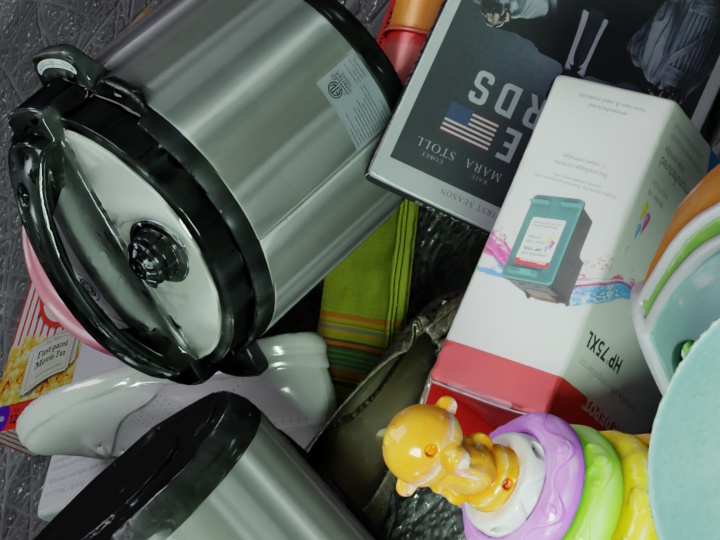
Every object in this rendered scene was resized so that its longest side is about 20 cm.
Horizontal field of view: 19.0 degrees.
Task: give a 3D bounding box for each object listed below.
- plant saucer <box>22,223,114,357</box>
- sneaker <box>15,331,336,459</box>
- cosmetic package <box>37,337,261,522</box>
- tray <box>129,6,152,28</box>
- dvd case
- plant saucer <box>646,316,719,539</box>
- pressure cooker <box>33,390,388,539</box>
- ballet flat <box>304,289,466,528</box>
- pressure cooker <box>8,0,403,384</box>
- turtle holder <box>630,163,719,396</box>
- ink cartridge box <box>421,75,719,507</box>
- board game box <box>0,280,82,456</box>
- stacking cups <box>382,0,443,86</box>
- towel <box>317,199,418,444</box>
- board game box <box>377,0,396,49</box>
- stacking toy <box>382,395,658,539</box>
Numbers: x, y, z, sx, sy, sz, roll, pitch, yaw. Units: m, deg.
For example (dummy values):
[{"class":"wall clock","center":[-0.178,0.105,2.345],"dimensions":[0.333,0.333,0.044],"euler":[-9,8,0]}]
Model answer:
[{"class":"plant saucer","center":[-0.118,-0.044,1.313],"dimensions":[0.200,0.051,0.201],"euler":[-6,67,13]},{"class":"sneaker","center":[-0.109,0.098,1.263],"dimensions":[0.199,0.075,0.089],"euler":[-14,83,18]},{"class":"cosmetic package","center":[-0.129,0.070,1.393],"dimensions":[0.113,0.081,0.201],"euler":[-25,47,48]},{"class":"tray","center":[-0.088,-0.080,1.369],"dimensions":[0.200,0.037,0.099],"euler":[32,79,26]},{"class":"dvd case","center":[0.110,-0.107,1.111],"dimensions":[0.025,0.150,0.201],"euler":[127,167,-86]},{"class":"plant saucer","center":[0.206,0.066,0.791],"dimensions":[0.201,0.201,0.039],"euler":[-46,16,27]},{"class":"pressure cooker","center":[-0.066,0.186,1.109],"dimensions":[0.179,0.200,0.176],"euler":[-40,9,3]},{"class":"ballet flat","center":[0.006,0.092,1.189],"dimensions":[0.067,0.046,0.200],"euler":[46,107,26]},{"class":"pressure cooker","center":[-0.091,-0.050,1.151],"dimensions":[0.200,0.176,0.179],"euler":[-44,-18,-30]},{"class":"turtle holder","center":[0.194,0.031,0.876],"dimensions":[0.131,0.186,0.141],"euler":[-25,28,19]},{"class":"ink cartridge box","center":[0.103,0.024,1.017],"dimensions":[0.067,0.116,0.201],"euler":[17,79,32]},{"class":"board game box","center":[-0.192,0.027,1.556],"dimensions":[0.151,0.046,0.201],"euler":[-17,54,51]},{"class":"stacking cups","center":[0.048,-0.185,1.215],"dimensions":[0.060,0.060,0.201],"euler":[1,68,57]},{"class":"towel","center":[0.000,0.000,1.258],"dimensions":[0.086,0.018,0.201],"euler":[4,87,56]},{"class":"board game box","center":[0.089,-0.157,1.254],"dimensions":[0.200,0.046,0.152],"euler":[0,67,57]},{"class":"stacking toy","center":[0.086,0.104,0.923],"dimensions":[0.116,0.200,0.110],"euler":[-62,31,3]}]
